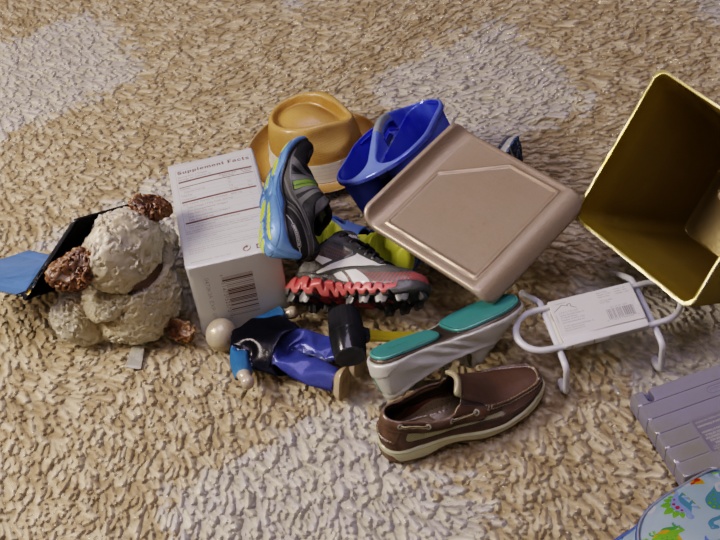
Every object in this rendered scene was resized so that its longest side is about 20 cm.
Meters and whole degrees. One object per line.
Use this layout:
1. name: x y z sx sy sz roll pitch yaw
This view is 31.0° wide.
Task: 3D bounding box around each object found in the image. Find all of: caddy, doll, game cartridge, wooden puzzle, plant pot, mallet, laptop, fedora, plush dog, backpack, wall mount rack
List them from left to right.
1. laptop: -0.384 -0.040 1.614 0.116 0.201 0.187 43 24 9
2. plush dog: -0.277 0.003 1.550 0.160 0.173 0.200 30 63 33
3. doll: -0.098 0.095 1.525 0.198 0.049 0.137 16 46 24
4. fedora: -0.064 -0.188 1.788 0.198 0.082 0.202 -5 44 5
5. caddy: 0.048 -0.149 1.666 0.140 0.106 0.201 -21 23 27
6. mallet: 0.059 0.085 1.485 0.197 0.041 0.066 9 49 -11
7. wooden puzzle: 0.132 -0.068 1.535 0.199 0.037 0.185 35 65 26
8. wall mount rack: 0.264 0.051 1.496 0.197 0.075 0.175 -13 47 -4
9. backpack: 0.310 0.291 1.181 0.198 0.148 0.183 -29 44 -16
10. plant pot: 0.406 -0.082 1.502 0.175 0.202 0.200 11 24 -45
11. game cartridge: 0.405 0.156 1.388 0.197 0.039 0.130 -17 48 -8

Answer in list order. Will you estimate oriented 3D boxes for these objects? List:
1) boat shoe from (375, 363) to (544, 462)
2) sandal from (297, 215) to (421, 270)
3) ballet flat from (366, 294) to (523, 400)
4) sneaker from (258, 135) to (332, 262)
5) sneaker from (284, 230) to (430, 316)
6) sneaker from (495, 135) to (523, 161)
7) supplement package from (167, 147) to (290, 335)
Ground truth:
1. boat shoe: 0.112 0.144 1.418 0.200 0.075 0.075 -23 45 -14
2. sandal: -0.001 -0.026 1.629 0.198 0.081 0.087 16 12 33
3. ballet flat: 0.098 0.088 1.456 0.198 0.070 0.070 -22 44 -21
4. sneaker: -0.075 -0.081 1.552 0.082 0.071 0.201 19 41 -17
5. sneaker: 0.000 0.000 1.523 0.198 0.071 0.099 2 72 38
6. sneaker: 0.147 -0.112 1.682 0.084 0.078 0.201 13 47 28
7. supplement package: -0.166 -0.039 1.626 0.116 0.118 0.201 -13 43 -4
